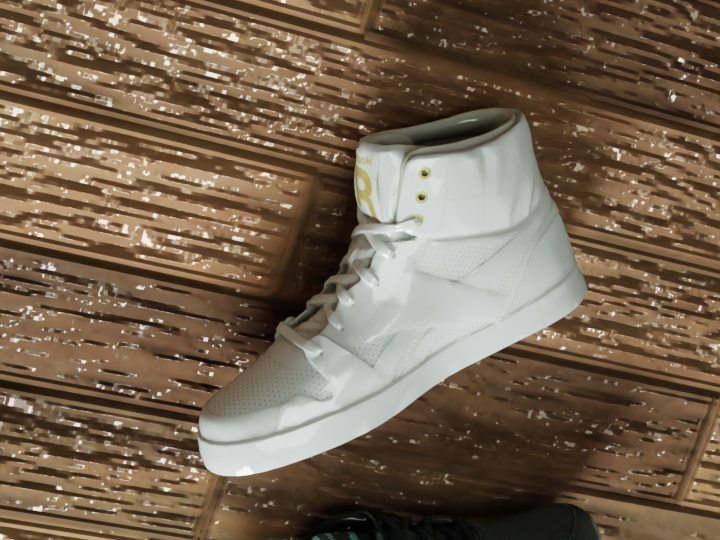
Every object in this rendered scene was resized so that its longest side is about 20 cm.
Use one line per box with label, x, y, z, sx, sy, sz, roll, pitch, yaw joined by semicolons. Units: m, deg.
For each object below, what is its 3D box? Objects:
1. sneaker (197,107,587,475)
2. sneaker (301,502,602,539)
sneaker;0.000;0.000;0.961;0.199;0.074;0.116;-29;117;-20
sneaker;0.022;0.150;1.021;0.199;0.075;0.080;-23;114;-12
